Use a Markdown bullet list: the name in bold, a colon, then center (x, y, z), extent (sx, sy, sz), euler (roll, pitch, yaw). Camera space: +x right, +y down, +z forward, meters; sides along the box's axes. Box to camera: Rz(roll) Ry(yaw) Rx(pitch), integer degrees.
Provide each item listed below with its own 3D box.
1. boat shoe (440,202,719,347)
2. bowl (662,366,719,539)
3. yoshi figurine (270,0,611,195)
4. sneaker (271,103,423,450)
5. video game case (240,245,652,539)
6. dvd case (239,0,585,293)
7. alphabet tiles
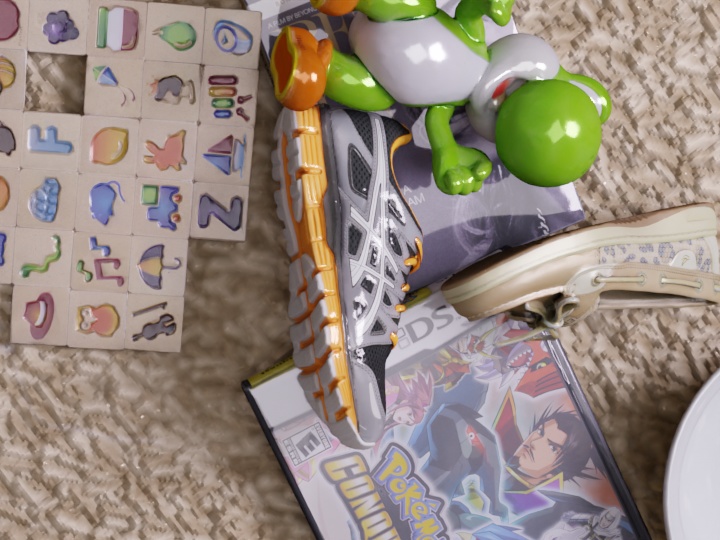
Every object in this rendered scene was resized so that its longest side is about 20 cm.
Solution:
- **boat shoe**: center (0.135, 0.006, 1.223), extent (0.199, 0.073, 0.063), euler (-13, 89, -33)
- **bowl**: center (0.262, 0.129, 1.274), extent (0.200, 0.090, 0.202), euler (0, 92, -11)
- **yoshi figurine**: center (0.058, -0.103, 1.184), extent (0.199, 0.112, 0.113), euler (17, 65, -21)
- **sneaker**: center (0.000, 0.000, 1.203), extent (0.077, 0.078, 0.201), euler (-3, 83, -19)
- **video game case**: center (0.052, 0.114, 1.259), extent (0.180, 0.025, 0.201), euler (-27, 99, -6)
- **dvd case**: center (0.032, -0.096, 1.257), extent (0.148, 0.016, 0.201), euler (-22, 96, -9)
- **alphabet tiles**: center (-0.145, -0.055, 1.223), extent (0.166, 0.008, 0.201), euler (4, 95, -9)
